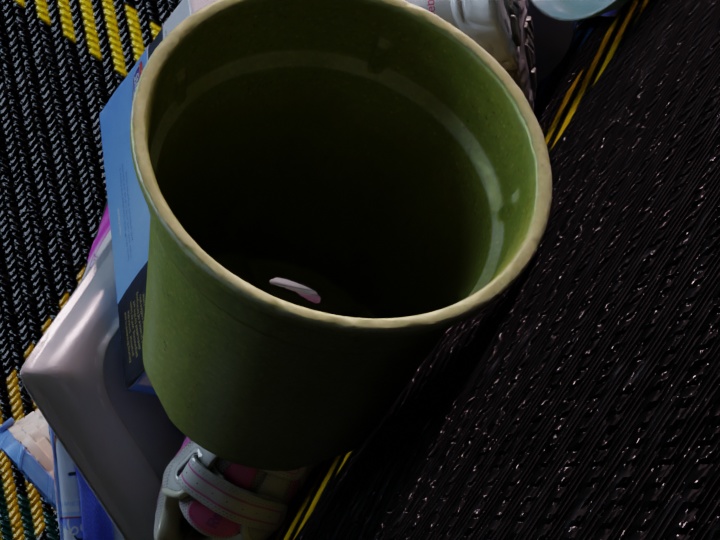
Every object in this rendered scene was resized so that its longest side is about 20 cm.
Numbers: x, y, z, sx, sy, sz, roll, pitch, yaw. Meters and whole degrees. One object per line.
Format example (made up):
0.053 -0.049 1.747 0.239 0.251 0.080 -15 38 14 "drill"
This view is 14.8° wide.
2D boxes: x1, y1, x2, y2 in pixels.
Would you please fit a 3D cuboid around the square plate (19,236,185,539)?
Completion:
-0.104 0.073 1.656 0.028 0.198 0.200 -11 32 33 "square plate"

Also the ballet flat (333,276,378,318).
0.032 -0.030 1.508 0.072 0.068 0.200 -18 39 26 "ballet flat"

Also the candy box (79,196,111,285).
-0.140 0.007 1.900 0.136 0.061 0.200 -1 71 62 "candy box"

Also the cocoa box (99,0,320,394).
-0.061 -0.035 1.602 0.131 0.133 0.200 -47 41 46 "cocoa box"

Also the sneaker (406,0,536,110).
0.049 -0.131 1.608 0.200 0.099 0.078 58 -151 -72 "sneaker"

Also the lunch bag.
-0.151 0.134 1.707 0.160 0.075 0.200 -167 70 -89 "lunch bag"

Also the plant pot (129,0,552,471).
-0.027 -0.003 1.345 0.201 0.200 0.184 -59 -7 -38 "plant pot"

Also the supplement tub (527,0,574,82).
0.071 -0.220 1.744 0.140 0.140 0.200 -52 26 44 "supplement tub"

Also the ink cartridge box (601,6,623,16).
0.183 -0.246 1.660 0.200 0.047 0.198 -53 5 3 "ink cartridge box"

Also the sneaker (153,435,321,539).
-0.058 0.102 1.525 0.088 0.081 0.200 -64 2 -39 "sneaker"

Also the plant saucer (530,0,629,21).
0.150 -0.231 1.540 0.200 0.027 0.200 -42 40 48 "plant saucer"

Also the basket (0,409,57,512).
-0.238 0.188 2.173 0.200 0.176 0.139 -45 7 -4 "basket"
